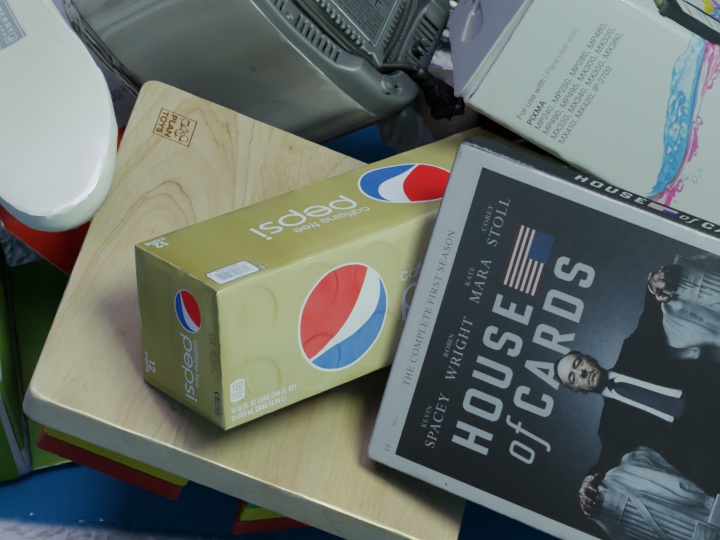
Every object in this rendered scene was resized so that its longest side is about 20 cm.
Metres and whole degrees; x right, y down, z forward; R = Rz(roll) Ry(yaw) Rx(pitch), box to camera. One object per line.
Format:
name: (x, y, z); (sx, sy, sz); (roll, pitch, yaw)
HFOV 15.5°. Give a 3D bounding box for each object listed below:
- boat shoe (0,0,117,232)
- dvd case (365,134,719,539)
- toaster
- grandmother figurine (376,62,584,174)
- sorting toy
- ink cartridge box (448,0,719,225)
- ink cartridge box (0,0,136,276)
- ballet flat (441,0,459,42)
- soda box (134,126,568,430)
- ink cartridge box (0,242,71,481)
boat shoe: (-0.158, -0.080, 1.251); (0.072, 0.069, 0.200); (-31, 49, -5)
dvd case: (0.113, 0.046, 1.115); (0.199, 0.151, 0.025); (21, 16, 16)
toaster: (-0.051, -0.134, 1.310); (0.129, 0.200, 0.114); (-22, 34, 41)
grandmother figurine: (0.106, -0.092, 1.367); (0.199, 0.061, 0.122); (-7, 54, 4)
sorting toy: (-0.041, 0.036, 1.229); (0.198, 0.070, 0.200); (21, 48, -6)
ink cartridge box: (0.148, -0.084, 1.241); (0.200, 0.083, 0.146); (29, 19, -11)
ink cartridge box: (-0.152, -0.080, 1.338); (0.200, 0.057, 0.162); (30, 35, 19)
ballet flat: (0.063, -0.156, 1.431); (0.199, 0.072, 0.072); (9, 49, 16)
soda box: (0.000, 0.000, 1.170); (0.200, 0.068, 0.064); (-20, 30, -34)
ink cartridge box: (-0.175, 0.023, 1.295); (0.199, 0.076, 0.148); (-13, 47, -1)
